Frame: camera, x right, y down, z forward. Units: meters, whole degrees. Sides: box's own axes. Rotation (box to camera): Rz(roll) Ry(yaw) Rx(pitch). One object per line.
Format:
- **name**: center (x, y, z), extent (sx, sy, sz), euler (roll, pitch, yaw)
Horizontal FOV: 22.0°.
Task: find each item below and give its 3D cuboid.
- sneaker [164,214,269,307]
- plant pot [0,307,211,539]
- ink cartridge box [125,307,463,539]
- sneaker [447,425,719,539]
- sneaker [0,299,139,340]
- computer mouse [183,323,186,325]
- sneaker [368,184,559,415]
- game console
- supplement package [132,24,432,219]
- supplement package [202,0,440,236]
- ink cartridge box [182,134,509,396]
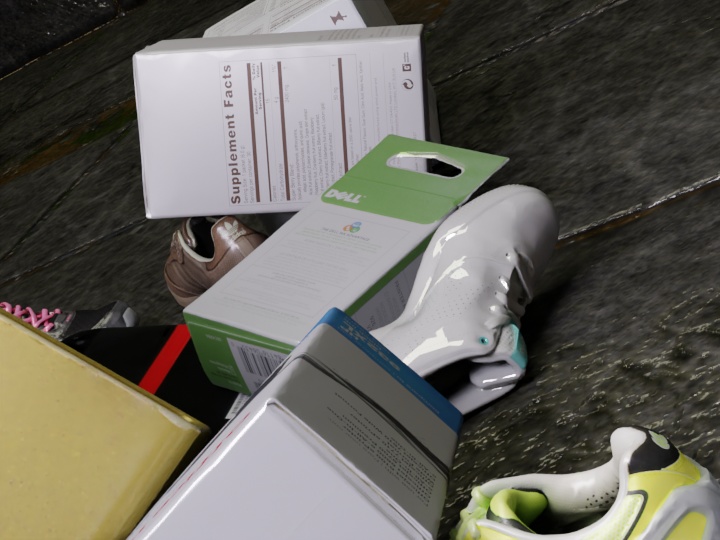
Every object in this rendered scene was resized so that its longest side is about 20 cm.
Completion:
- **sneaker**: center (-0.107, -0.017, 1.377), extent (0.070, 0.076, 0.200), euler (-37, 18, -19)
- **plant pot**: center (-0.209, 0.117, 0.919), extent (0.200, 0.194, 0.196), euler (-60, 0, -5)
- **ink cartridge box**: center (-0.038, 0.107, 0.750), extent (0.145, 0.084, 0.200), euler (-48, 1, 10)
- **sneaker**: center (0.050, 0.120, 0.710), extent (0.200, 0.076, 0.075), euler (-29, 18, 15)
- **sneaker**: center (-0.263, 0.056, 1.407), extent (0.200, 0.095, 0.079), euler (-23, 17, 21)
- **computer mouse**: center (-0.142, 0.070, 1.235), extent (0.059, 0.034, 0.200), euler (18, 45, 40)
- **sneaker**: center (0.062, 0.031, 0.986), extent (0.088, 0.075, 0.200), euler (8, 46, 46)
- **game console**: center (-0.136, 0.090, 1.136), extent (0.177, 0.031, 0.200), euler (-2, 27, 16)
- **supplement package**: center (-0.051, -0.108, 1.322), extent (0.200, 0.120, 0.121), euler (-3, 12, 4)
- **supplement package**: center (-0.036, -0.143, 1.485), extent (0.151, 0.152, 0.200), euler (-28, 17, 10)
- **ink cartridge box**: center (0.000, 0.000, 1.128), extent (0.104, 0.059, 0.200), euler (14, 45, 42)
